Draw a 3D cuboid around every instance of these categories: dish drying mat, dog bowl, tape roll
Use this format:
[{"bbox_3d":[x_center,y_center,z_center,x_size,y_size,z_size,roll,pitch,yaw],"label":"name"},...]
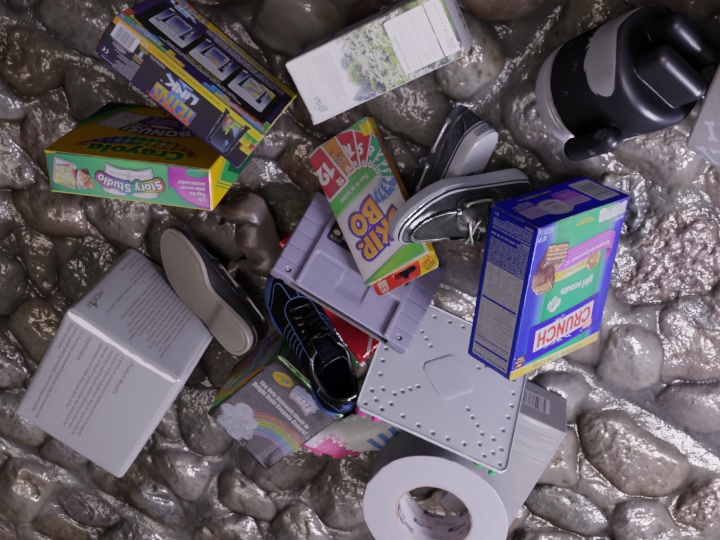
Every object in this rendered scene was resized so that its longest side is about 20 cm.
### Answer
[{"bbox_3d":[-0.025,0.023,1.180,0.077,0.018,0.201,-37,108,-12],"label":"dish drying mat"},{"bbox_3d":[0.395,-0.199,0.907,0.058,0.200,0.202,24,120,16],"label":"dog bowl"},{"bbox_3d":[0.105,0.314,1.207,0.198,0.066,0.202,6,118,12],"label":"tape roll"}]

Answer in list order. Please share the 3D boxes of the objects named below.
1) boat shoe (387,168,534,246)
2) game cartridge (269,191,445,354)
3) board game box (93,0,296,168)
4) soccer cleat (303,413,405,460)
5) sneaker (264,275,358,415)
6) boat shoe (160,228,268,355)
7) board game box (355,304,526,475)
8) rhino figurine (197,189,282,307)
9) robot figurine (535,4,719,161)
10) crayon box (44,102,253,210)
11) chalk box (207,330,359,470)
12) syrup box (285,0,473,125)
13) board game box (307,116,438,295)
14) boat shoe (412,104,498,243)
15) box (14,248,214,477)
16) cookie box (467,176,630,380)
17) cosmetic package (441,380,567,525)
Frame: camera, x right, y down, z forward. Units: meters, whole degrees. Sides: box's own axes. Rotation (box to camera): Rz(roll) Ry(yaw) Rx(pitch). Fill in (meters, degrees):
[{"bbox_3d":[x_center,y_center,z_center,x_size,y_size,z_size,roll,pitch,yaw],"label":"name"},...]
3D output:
[{"bbox_3d":[0.129,-0.066,1.032,0.198,0.071,0.072,-20,147,-23],"label":"boat shoe"},{"bbox_3d":[0.000,0.000,1.128,0.199,0.130,0.038,31,160,-6],"label":"game cartridge"},{"bbox_3d":[-0.182,-0.225,1.021,0.200,0.166,0.057,39,115,-9],"label":"board game box"},{"bbox_3d":[0.014,0.220,1.262,0.198,0.070,0.087,5,105,-8],"label":"soccer cleat"},{"bbox_3d":[-0.056,0.084,1.113,0.201,0.070,0.078,62,159,7],"label":"sneaker"},{"bbox_3d":[-0.198,0.023,1.207,0.201,0.063,0.073,52,127,10],"label":"boat shoe"},{"bbox_3d":[0.109,0.142,1.136,0.198,0.201,0.026,24,137,-1],"label":"board game box"},{"bbox_3d":[-0.131,-0.018,1.179,0.087,0.060,0.201,-17,114,22],"label":"rhino figurine"},{"bbox_3d":[0.274,-0.198,0.933,0.199,0.149,0.126,-11,100,62],"label":"robot figurine"},{"bbox_3d":[-0.247,-0.142,1.073,0.198,0.173,0.059,7,118,8],"label":"crayon box"},{"bbox_3d":[-0.089,0.152,1.222,0.200,0.124,0.124,-39,103,25],"label":"chalk box"},{"bbox_3d":[0.021,-0.249,1.016,0.198,0.082,0.079,-21,109,21],"label":"syrup box"},{"bbox_3d":[0.015,-0.076,1.091,0.095,0.030,0.202,-27,85,25],"label":"board game box"},{"bbox_3d":[0.096,-0.110,1.084,0.068,0.071,0.201,48,137,24],"label":"boat shoe"},{"bbox_3d":[-0.319,0.121,1.208,0.171,0.200,0.200,33,117,-4],"label":"box"},{"bbox_3d":[0.223,0.008,1.057,0.075,0.170,0.202,34,130,41],"label":"cookie box"},{"bbox_3d":[0.198,0.254,1.236,0.106,0.090,0.201,24,122,0],"label":"cosmetic package"}]
